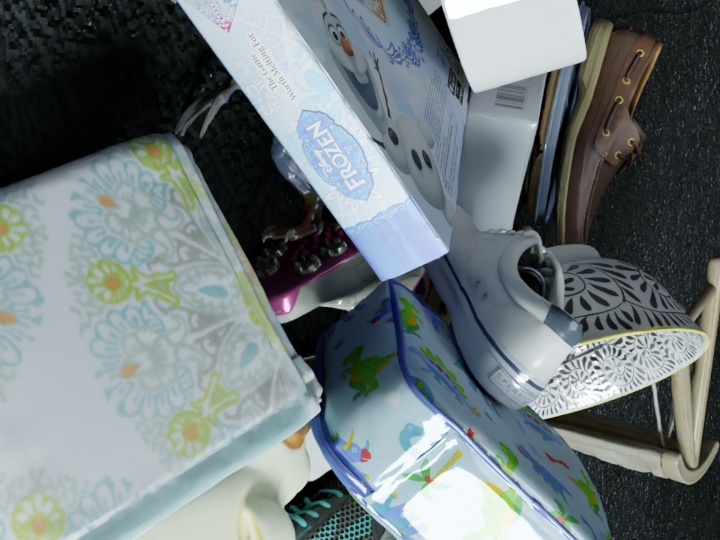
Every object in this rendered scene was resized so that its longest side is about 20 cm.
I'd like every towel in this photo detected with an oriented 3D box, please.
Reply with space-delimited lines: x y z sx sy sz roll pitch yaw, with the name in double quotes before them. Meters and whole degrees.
"towel" -0.125 0.038 0.563 0.200 0.048 0.171 -29 90 -42

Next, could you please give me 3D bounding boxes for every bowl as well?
"bowl" 0.148 0.041 0.894 0.201 0.201 0.094 23 47 -59

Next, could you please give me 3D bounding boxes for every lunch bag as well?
"lunch bag" 0.059 0.107 0.686 0.200 0.082 0.161 45 16 -19

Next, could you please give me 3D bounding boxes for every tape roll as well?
"tape roll" 0.072 -0.209 0.692 0.202 0.071 0.203 -15 90 -79

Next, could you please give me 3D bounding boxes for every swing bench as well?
"swing bench" 0.204 0.085 1.055 0.130 0.199 0.200 -33 126 -50

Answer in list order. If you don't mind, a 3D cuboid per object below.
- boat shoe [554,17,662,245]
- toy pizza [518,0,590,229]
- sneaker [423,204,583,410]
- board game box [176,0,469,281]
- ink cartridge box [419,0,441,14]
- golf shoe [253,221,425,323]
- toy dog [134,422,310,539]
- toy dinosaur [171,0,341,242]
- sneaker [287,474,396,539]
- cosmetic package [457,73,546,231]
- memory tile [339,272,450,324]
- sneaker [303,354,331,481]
"boat shoe" 0.209 -0.114 1.018 0.072 0.067 0.200 37 66 -77
"toy pizza" 0.166 -0.135 1.042 0.200 0.032 0.201 12 90 -78
"sneaker" 0.088 0.006 0.738 0.071 0.200 0.073 -40 122 13
"board game box" -0.016 -0.127 0.609 0.199 0.043 0.200 55 24 -24
"ink cartridge box" 0.056 -0.274 0.847 0.200 0.048 0.146 -47 137 -45
"golf shoe" 0.000 0.000 0.807 0.200 0.075 0.092 -36 122 -47
"toy dog" -0.105 0.129 0.651 0.194 0.139 0.200 53 50 -16
"toy dinosaur" -0.041 -0.109 0.696 0.200 0.105 0.182 -31 115 -58
"sneaker" -0.035 0.187 0.808 0.091 0.078 0.200 43 58 -25
"cosmetic package" 0.104 -0.117 0.879 0.151 0.052 0.200 93 9 -47
"memory tile" 0.033 0.034 0.935 0.153 0.017 0.200 43 63 -55
"sneaker" -0.022 0.099 0.820 0.200 0.073 0.085 -1 132 -52
